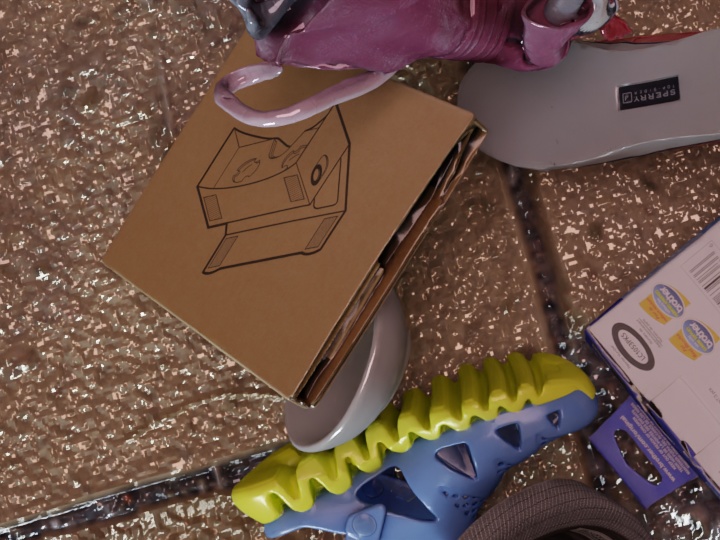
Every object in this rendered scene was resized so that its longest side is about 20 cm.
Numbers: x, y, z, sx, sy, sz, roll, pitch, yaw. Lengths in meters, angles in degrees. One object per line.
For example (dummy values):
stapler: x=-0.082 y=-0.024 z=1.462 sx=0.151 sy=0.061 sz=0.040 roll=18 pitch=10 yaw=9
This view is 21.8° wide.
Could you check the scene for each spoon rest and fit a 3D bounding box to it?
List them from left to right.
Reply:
spoon rest: x=0.000 y=0.000 z=0.974 sx=0.060 sy=0.099 sz=0.201 roll=26 pitch=66 yaw=-20

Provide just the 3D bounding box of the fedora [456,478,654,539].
fedora: x=0.069 y=0.193 z=0.930 sx=0.200 sy=0.090 sz=0.177 roll=-32 pitch=109 yaw=-36

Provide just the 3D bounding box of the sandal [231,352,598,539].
sandal: x=0.036 y=0.107 z=0.979 sx=0.200 sy=0.079 sz=0.087 roll=-25 pitch=97 yaw=18

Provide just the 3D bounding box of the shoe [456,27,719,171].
shoe: x=0.154 y=-0.089 z=0.988 sx=0.200 sy=0.091 sz=0.072 roll=-3 pitch=86 yaw=38

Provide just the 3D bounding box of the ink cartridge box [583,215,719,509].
ink cartridge box: x=0.209 y=0.040 z=0.963 sx=0.200 sy=0.076 sz=0.137 roll=-39 pitch=80 yaw=1

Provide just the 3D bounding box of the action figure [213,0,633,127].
action figure: x=0.047 y=-0.121 z=0.902 sx=0.199 sy=0.134 sz=0.149 roll=6 pitch=113 yaw=-27

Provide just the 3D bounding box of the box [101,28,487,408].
box: x=-0.041 y=-0.037 z=0.973 sx=0.200 sy=0.021 sz=0.164 roll=31 pitch=88 yaw=49
